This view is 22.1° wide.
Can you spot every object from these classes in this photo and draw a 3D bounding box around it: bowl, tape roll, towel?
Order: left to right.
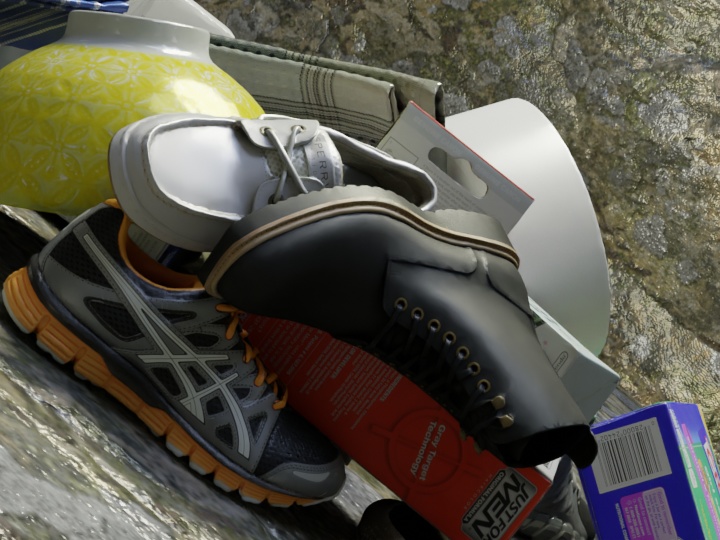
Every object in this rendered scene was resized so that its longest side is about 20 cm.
[{"bbox_3d":[-0.246,-0.157,1.053,0.198,0.024,0.144,5,-6,-35],"label":"towel"},{"bbox_3d":[-0.129,-0.084,1.018,0.198,0.109,0.200,8,3,0],"label":"bowl"},{"bbox_3d":[-0.028,-0.073,1.316,0.198,0.035,0.194,13,-44,19],"label":"towel"},{"bbox_3d":[0.105,-0.020,1.338,0.202,0.070,0.204,162,-90,-76],"label":"tape roll"}]

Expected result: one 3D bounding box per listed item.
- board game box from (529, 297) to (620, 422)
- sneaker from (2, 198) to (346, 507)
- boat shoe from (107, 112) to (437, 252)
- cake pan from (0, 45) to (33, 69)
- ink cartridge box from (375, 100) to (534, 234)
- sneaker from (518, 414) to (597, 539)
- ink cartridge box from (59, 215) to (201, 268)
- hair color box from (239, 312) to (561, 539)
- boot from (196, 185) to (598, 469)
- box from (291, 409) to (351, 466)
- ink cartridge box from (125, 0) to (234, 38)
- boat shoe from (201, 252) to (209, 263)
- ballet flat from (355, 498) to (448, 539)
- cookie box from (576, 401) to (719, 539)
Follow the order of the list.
[{"bbox_3d":[0.053,0.064,1.218,0.064,0.148,0.200,28,11,-49],"label":"board game box"},{"bbox_3d":[-0.080,0.045,0.920,0.199,0.077,0.078,38,5,-16],"label":"sneaker"},{"bbox_3d":[-0.038,-0.049,0.930,0.199,0.069,0.072,3,75,-49],"label":"boat shoe"},{"bbox_3d":[-0.169,-0.104,1.253,0.200,0.037,0.200,38,5,-4],"label":"cake pan"},{"bbox_3d":[0.000,0.000,1.116,0.109,0.201,0.050,36,8,-23],"label":"ink cartridge box"},{"bbox_3d":[0.150,0.141,1.362,0.075,0.116,0.200,43,8,35],"label":"sneaker"},{"bbox_3d":[-0.195,-0.073,1.243,0.199,0.041,0.200,38,5,2],"label":"ink cartridge box"},{"bbox_3d":[0.013,0.067,1.001,0.199,0.061,0.101,39,7,6],"label":"hair color box"},{"bbox_3d":[0.028,0.036,0.907,0.199,0.078,0.139,-1,53,-39],"label":"boot"},{"bbox_3d":[-0.085,0.052,1.008,0.199,0.039,0.041,36,6,-25],"label":"box"},{"bbox_3d":[-0.218,-0.186,1.430,0.199,0.146,0.084,37,5,-20],"label":"ink cartridge box"},{"bbox_3d":[-0.067,-0.007,1.276,0.200,0.068,0.076,-51,132,-83],"label":"boat shoe"},{"bbox_3d":[0.030,0.149,0.945,0.067,0.046,0.200,39,6,0],"label":"ballet flat"},{"bbox_3d":[0.217,0.183,1.289,0.200,0.075,0.173,15,58,-74],"label":"cookie box"}]
